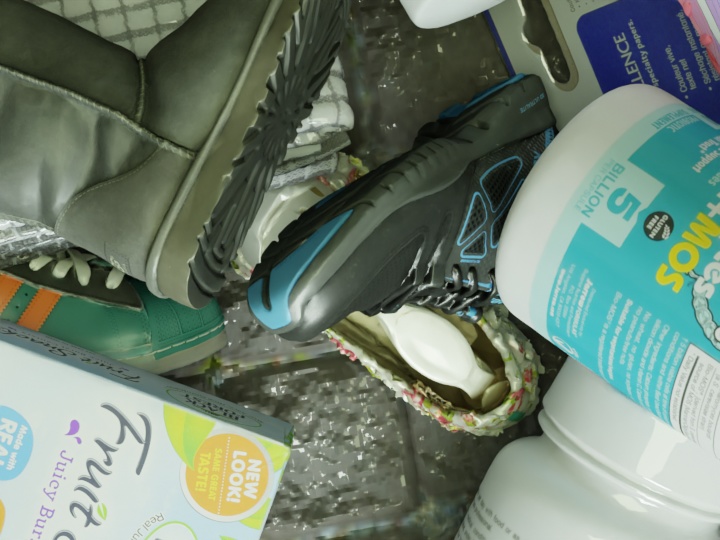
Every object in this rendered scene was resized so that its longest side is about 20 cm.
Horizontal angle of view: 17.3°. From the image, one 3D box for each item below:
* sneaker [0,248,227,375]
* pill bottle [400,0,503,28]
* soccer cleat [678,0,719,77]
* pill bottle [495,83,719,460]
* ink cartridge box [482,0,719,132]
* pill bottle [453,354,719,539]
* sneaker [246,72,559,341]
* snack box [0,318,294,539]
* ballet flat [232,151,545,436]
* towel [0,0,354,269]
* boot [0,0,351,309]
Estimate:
[{"bbox_3d":[-0.157,0.006,1.022,0.199,0.071,0.080,0,100,0],"label":"sneaker"},{"bbox_3d":[0.016,-0.208,0.963,0.113,0.114,0.201,-28,83,2],"label":"pill bottle"},{"bbox_3d":[0.146,-0.112,0.931,0.200,0.076,0.067,48,51,5],"label":"soccer cleat"},{"bbox_3d":[0.158,0.020,0.924,0.200,0.111,0.111,35,95,25],"label":"pill bottle"},{"bbox_3d":[0.143,-0.129,0.998,0.200,0.047,0.198,-17,98,43],"label":"ink cartridge box"},{"bbox_3d":[0.089,0.142,1.011,0.113,0.113,0.201,24,101,-4],"label":"pill bottle"},{"bbox_3d":[0.034,-0.013,0.973,0.073,0.200,0.082,-23,99,45],"label":"sneaker"},{"bbox_3d":[-0.144,0.098,0.973,0.199,0.053,0.143,20,97,-2],"label":"snack box"},{"bbox_3d":[0.000,0.000,1.029,0.200,0.064,0.076,36,96,-4],"label":"ballet flat"},{"bbox_3d":[-0.111,-0.097,0.986,0.199,0.086,0.166,-15,71,-4],"label":"towel"},{"bbox_3d":[-0.119,-0.091,0.910,0.199,0.073,0.182,22,70,17],"label":"boot"}]
